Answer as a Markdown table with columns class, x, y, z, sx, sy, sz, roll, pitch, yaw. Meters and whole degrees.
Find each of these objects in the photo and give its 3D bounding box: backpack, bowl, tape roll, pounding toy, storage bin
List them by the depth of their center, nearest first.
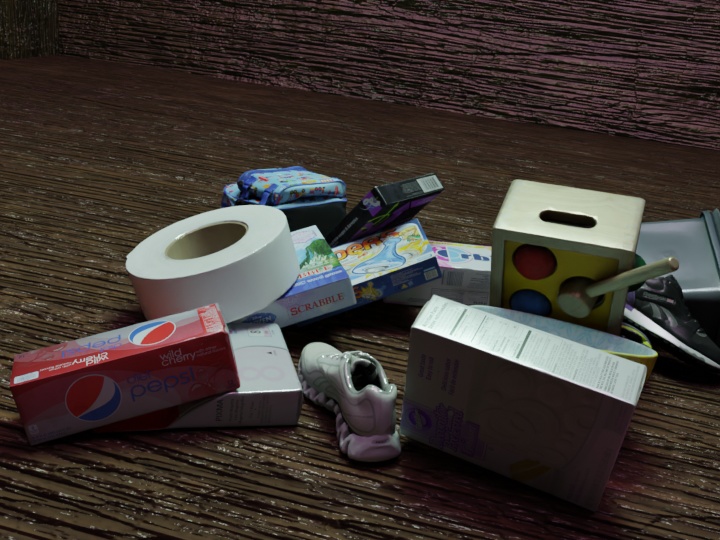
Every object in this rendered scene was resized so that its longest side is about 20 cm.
| class | x | y | z | sx | sy | sz | roll | pitch | yaw |
| --- | --- | --- | --- | --- | --- | --- | --- | --- | --- |
| bowl | 0.195 | 0.112 | 0.822 | 0.200 | 0.108 | 0.200 | 13 | 5 | -1 |
| pounding toy | 0.254 | -0.001 | 0.911 | 0.200 | 0.184 | 0.142 | 11 | 44 | 19 |
| tape roll | -0.178 | -0.008 | 0.957 | 0.202 | 0.071 | 0.203 | -12 | 26 | 6 |
| storage bin | 0.453 | 0.016 | 1.141 | 0.134 | 0.146 | 0.200 | 1 | 44 | 12 |
| backpack | -0.139 | -0.099 | 1.275 | 0.182 | 0.135 | 0.200 | -9 | 23 | -39 |

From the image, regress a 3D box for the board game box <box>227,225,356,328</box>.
| class | x | y | z | sx | sy | sz | roll | pitch | yaw |
| --- | --- | --- | --- | --- | --- | --- | --- | --- | --- |
| board game box | -0.126 | 0.017 | 1.013 | 0.200 | 0.041 | 0.200 | -17 | 25 | -10 |

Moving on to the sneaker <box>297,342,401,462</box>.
| class | x | y | z | sx | sy | sz | roll | pitch | yaw |
| --- | --- | --- | --- | --- | --- | --- | --- | --- | --- |
| sneaker | -0.010 | 0.114 | 0.818 | 0.075 | 0.081 | 0.200 | -5 | 22 | -24 |

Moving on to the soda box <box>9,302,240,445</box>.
| class | x | y | z | sx | sy | sz | roll | pitch | yaw |
| --- | --- | --- | --- | --- | --- | --- | --- | --- | --- |
| soda box | -0.221 | 0.097 | 0.753 | 0.199 | 0.070 | 0.063 | -14 | 25 | -13 |

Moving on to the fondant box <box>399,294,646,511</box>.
| class | x | y | z | sx | sy | sz | roll | pitch | yaw |
| --- | --- | --- | --- | --- | --- | --- | --- | --- | --- |
| fondant box | 0.141 | 0.121 | 0.724 | 0.200 | 0.145 | 0.058 | 19 | 40 | 20 |

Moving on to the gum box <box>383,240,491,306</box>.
| class | x | y | z | sx | sy | sz | roll | pitch | yaw |
| --- | --- | --- | --- | --- | --- | --- | --- | --- | --- |
| gum box | 0.134 | 0.005 | 1.170 | 0.199 | 0.066 | 0.114 | 6 | 21 | -1 |

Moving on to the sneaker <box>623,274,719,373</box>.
| class | x | y | z | sx | sy | sz | roll | pitch | yaw |
| --- | --- | --- | --- | --- | --- | --- | --- | --- | --- |
| sneaker | 0.402 | 0.053 | 1.019 | 0.200 | 0.088 | 0.076 | 34 | 0 | 12 |

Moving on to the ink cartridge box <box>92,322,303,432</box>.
| class | x | y | z | sx | sy | sz | roll | pitch | yaw |
| --- | --- | --- | --- | --- | --- | --- | --- | --- | --- |
| ink cartridge box | -0.173 | 0.107 | 0.833 | 0.199 | 0.057 | 0.163 | 5 | 20 | -17 |

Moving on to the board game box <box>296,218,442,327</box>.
| class | x | y | z | sx | sy | sz | roll | pitch | yaw |
| --- | --- | --- | --- | --- | --- | --- | --- | --- | --- |
| board game box | 0.000 | 0.000 | 1.066 | 0.200 | 0.035 | 0.135 | -20 | 26 | 2 |

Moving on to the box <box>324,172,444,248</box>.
| class | x | y | z | sx | sy | sz | roll | pitch | yaw |
| --- | --- | --- | --- | --- | --- | --- | --- | --- | --- |
| box | 0.017 | -0.067 | 1.176 | 0.143 | 0.200 | 0.036 | -20 | 75 | -47 |

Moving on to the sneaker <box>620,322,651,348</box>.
| class | x | y | z | sx | sy | sz | roll | pitch | yaw |
| --- | --- | --- | --- | --- | --- | --- | --- | --- | --- |
| sneaker | 0.284 | 0.083 | 1.030 | 0.200 | 0.074 | 0.081 | 23 | 13 | 27 |
